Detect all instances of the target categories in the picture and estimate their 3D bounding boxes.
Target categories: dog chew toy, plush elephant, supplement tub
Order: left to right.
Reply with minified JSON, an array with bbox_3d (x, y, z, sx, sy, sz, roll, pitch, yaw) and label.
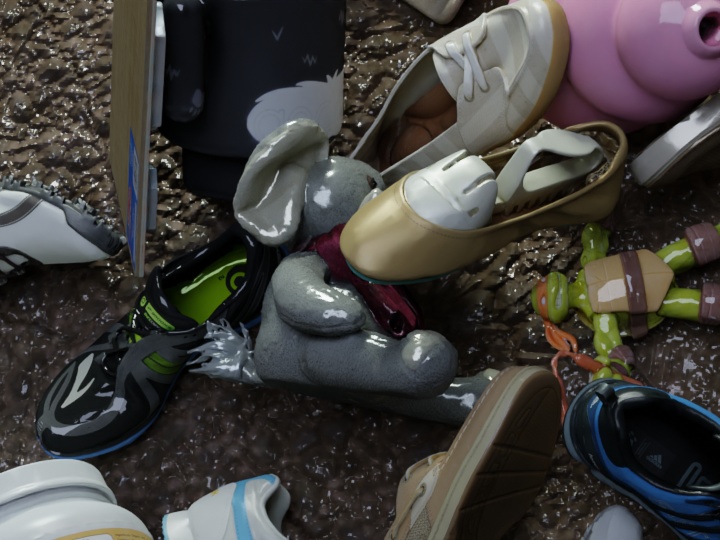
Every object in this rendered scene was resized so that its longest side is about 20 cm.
[{"bbox_3d":[-0.167,0.226,1.193,0.144,0.145,0.200,-31,63,1],"label":"supplement tub"},{"bbox_3d":[0.000,0.000,1.229,0.199,0.165,0.155,7,79,28],"label":"plush elephant"},{"bbox_3d":[0.164,-0.141,1.227,0.124,0.200,0.125,-2,95,-17],"label":"dog chew toy"}]

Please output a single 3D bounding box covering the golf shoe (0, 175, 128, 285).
[{"bbox_3d":[-0.243,-0.014,1.361,0.199,0.078,0.095,10,74,32],"label":"golf shoe"}]

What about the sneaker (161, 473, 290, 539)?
[{"bbox_3d":[-0.045,0.211,1.204,0.081,0.077,0.200,-29,65,1],"label":"sneaker"}]

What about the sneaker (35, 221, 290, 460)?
[{"bbox_3d":[-0.131,0.038,1.297,0.199,0.083,0.071,-41,63,-3],"label":"sneaker"}]

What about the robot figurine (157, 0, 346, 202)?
[{"bbox_3d":[-0.072,-0.145,1.309,0.124,0.201,0.150,-3,20,-12],"label":"robot figurine"}]

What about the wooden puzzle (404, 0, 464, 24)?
[{"bbox_3d":[0.032,-0.291,1.384,0.200,0.046,0.186,37,100,27],"label":"wooden puzzle"}]

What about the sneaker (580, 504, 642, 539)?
[{"bbox_3d":[0.141,0.233,1.152,0.080,0.076,0.201,10,75,7],"label":"sneaker"}]

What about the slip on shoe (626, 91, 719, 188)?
[{"bbox_3d":[0.254,-0.092,1.238,0.200,0.076,0.061,-29,85,-21],"label":"slip on shoe"}]

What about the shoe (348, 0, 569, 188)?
[{"bbox_3d":[0.057,-0.100,1.252,0.053,0.200,0.070,-6,67,-36],"label":"shoe"}]

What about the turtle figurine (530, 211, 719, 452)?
[{"bbox_3d":[0.171,0.018,1.231,0.161,0.064,0.201,-7,57,5],"label":"turtle figurine"}]

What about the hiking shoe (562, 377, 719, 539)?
[{"bbox_3d":[0.203,0.128,1.135,0.200,0.087,0.075,28,83,-2],"label":"hiking shoe"}]

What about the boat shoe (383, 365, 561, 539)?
[{"bbox_3d":[0.048,0.136,1.183,0.064,0.071,0.200,35,105,37],"label":"boat shoe"}]

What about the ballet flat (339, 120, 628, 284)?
[{"bbox_3d":[0.073,-0.047,1.165,0.200,0.063,0.069,-19,54,-37],"label":"ballet flat"}]

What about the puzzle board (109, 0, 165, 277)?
[{"bbox_3d":[-0.139,-0.119,1.288,0.017,0.201,0.151,-3,34,-13],"label":"puzzle board"}]
